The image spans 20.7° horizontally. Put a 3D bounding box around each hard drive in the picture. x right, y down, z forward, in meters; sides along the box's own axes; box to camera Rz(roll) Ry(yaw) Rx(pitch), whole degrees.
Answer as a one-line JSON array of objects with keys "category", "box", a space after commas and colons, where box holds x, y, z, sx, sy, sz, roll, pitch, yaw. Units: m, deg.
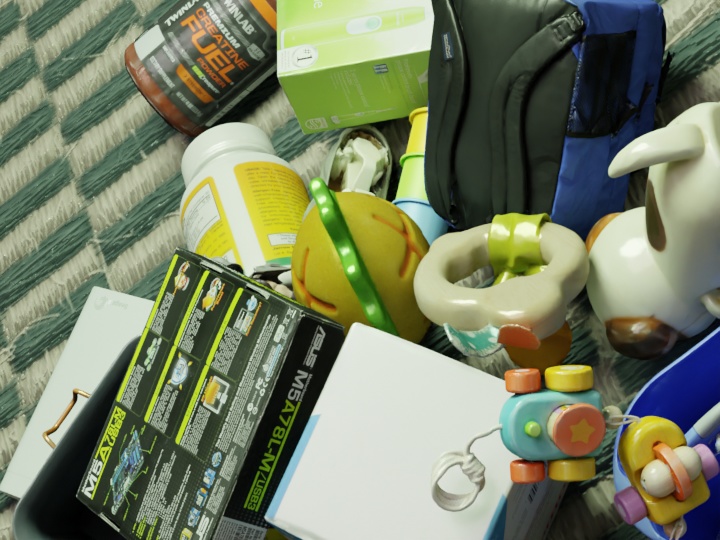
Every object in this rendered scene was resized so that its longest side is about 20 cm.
[{"category": "hard drive", "box": [-0.228, 0.118, 1.725, 0.131, 0.026, 0.201, 12, 72, 41]}]

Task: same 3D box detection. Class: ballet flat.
[{"category": "ballet flat", "box": [-0.008, -0.053, 1.591, 0.201, 0.067, 0.064, -85, 21, -54]}]

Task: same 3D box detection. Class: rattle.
[{"category": "rattle", "box": [0.104, 0.055, 1.365, 0.129, 0.144, 0.200, 1, 27, -8]}]

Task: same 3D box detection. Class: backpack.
[{"category": "backpack", "box": [0.145, -0.117, 1.490, 0.162, 0.167, 0.202, 26, 113, 47]}]

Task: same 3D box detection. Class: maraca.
[{"category": "maraca", "box": [0.000, 0.000, 1.437, 0.106, 0.200, 0.138, -29, 76, 2]}]

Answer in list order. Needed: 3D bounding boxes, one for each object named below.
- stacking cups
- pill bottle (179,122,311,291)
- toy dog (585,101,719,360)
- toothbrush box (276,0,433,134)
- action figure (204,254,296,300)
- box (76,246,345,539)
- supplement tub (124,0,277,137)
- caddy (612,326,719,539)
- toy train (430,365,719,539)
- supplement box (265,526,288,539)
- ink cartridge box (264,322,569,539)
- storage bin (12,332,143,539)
[{"category": "stacking cups", "box": [0.050, -0.029, 1.584, 0.060, 0.060, 0.202, -3, 67, 36]}, {"category": "pill bottle", "box": [-0.088, -0.026, 1.644, 0.112, 0.113, 0.201, -35, 48, 15]}, {"category": "toy dog", "box": [0.234, -0.020, 1.356, 0.200, 0.192, 0.140, -53, 50, 47]}, {"category": "toothbrush box", "box": [0.034, -0.210, 1.643, 0.198, 0.086, 0.147, -8, 57, 11]}, {"category": "action figure", "box": [-0.073, 0.069, 1.484, 0.201, 0.129, 0.070, 58, 149, 20]}, {"category": "box", "box": [-0.107, 0.101, 1.362, 0.193, 0.047, 0.202, 22, 91, 58]}, {"category": "supplement tub", "box": [-0.111, -0.221, 1.783, 0.200, 0.107, 0.107, -40, 47, 12]}, {"category": "caddy", "box": [0.261, 0.107, 1.299, 0.200, 0.105, 0.142, -39, 48, 12]}, {"category": "toy train", "box": [0.148, 0.149, 1.217, 0.151, 0.199, 0.056, -54, 14, -6]}, {"category": "supplement box", "box": [-0.079, 0.286, 1.409, 0.109, 0.109, 0.201, -29, 71, 21]}, {"category": "ink cartridge box", "box": [0.047, 0.152, 1.347, 0.145, 0.200, 0.148, 21, 76, 17]}, {"category": "storage bin", "box": [-0.175, 0.157, 1.566, 0.145, 0.134, 0.201, 33, 85, 7]}]
